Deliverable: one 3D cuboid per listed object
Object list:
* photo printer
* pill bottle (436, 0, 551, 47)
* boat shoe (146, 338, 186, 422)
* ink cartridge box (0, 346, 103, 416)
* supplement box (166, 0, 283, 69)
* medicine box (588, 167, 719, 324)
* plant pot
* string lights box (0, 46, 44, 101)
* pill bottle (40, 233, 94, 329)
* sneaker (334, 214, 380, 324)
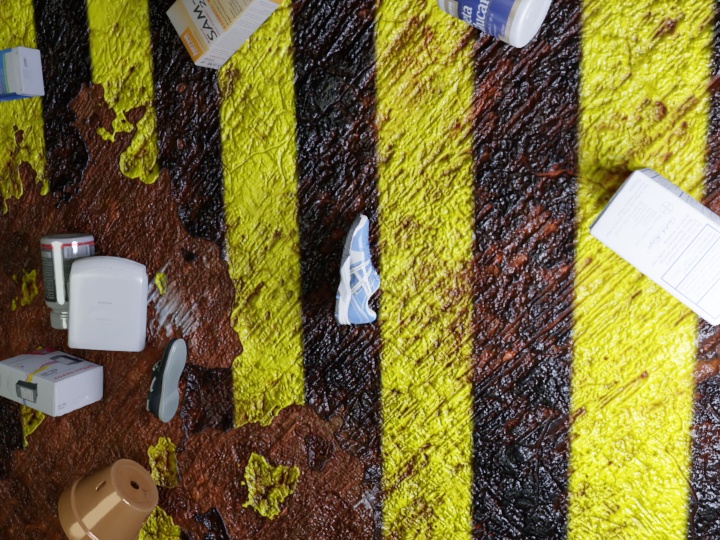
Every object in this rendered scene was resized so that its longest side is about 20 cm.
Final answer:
[{"bbox_3d":[-0.549,0.071,1.491,0.163,0.069,0.204,5,102,-10],"label":"photo printer"},{"bbox_3d":[0.184,-0.433,1.045,0.199,0.111,0.112,33,111,19],"label":"pill bottle"},{"bbox_3d":[-0.427,0.233,1.486,0.060,0.075,0.203,20,106,17],"label":"boat shoe"},{"bbox_3d":[-0.725,0.256,1.603,0.197,0.147,0.087,10,103,24],"label":"ink cartridge box"},{"bbox_3d":[-0.257,-0.495,1.285,0.199,0.073,0.127,-36,81,27],"label":"supplement box"},{"bbox_3d":[0.434,-0.043,0.937,0.200,0.181,0.104,41,114,16],"label":"medicine box"},{"bbox_3d":[-0.553,0.522,1.543,0.140,0.200,0.201,-42,78,9],"label":"plant pot"},{"bbox_3d":[-0.833,-0.453,1.598,0.197,0.059,0.105,1,98,27],"label":"string lights box"},{"bbox_3d":[-0.656,0.023,1.550,0.112,0.113,0.204,4,100,26],"label":"pill bottle"},{"bbox_3d":[0.000,0.000,1.241,0.076,0.076,0.204,7,102,3],"label":"sneaker"}]
